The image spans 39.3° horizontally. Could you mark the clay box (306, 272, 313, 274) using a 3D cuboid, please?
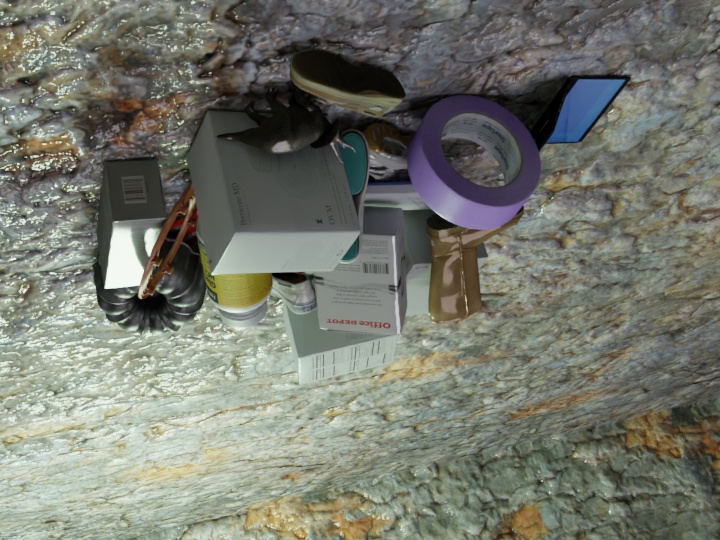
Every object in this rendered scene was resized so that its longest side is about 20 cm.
[{"bbox_3d":[-0.052,-0.043,1.805,0.113,0.048,0.200,0,153,-31],"label":"clay box"}]

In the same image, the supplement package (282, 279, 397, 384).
[{"bbox_3d":[-0.043,0.108,1.982,0.196,0.154,0.151,-12,155,-8],"label":"supplement package"}]

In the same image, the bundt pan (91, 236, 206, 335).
[{"bbox_3d":[-0.352,0.034,1.683,0.197,0.077,0.204,-3,136,-3],"label":"bundt pan"}]

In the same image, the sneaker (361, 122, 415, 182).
[{"bbox_3d":[0.059,-0.174,1.606,0.198,0.077,0.087,20,144,-38],"label":"sneaker"}]

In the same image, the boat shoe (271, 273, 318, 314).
[{"bbox_3d":[-0.135,0.004,1.747,0.070,0.200,0.071,-22,122,-19],"label":"boat shoe"}]

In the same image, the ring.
[{"bbox_3d":[-0.282,-0.046,1.525,0.019,0.203,0.201,25,147,-2],"label":"ring"}]

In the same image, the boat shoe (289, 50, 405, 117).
[{"bbox_3d":[-0.024,-0.250,1.392,0.198,0.074,0.063,-1,147,-45],"label":"boat shoe"}]

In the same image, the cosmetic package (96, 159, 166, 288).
[{"bbox_3d":[-0.348,-0.067,1.518,0.088,0.109,0.201,-6,154,-19],"label":"cosmetic package"}]

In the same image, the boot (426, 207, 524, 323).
[{"bbox_3d":[0.189,-0.017,1.679,0.171,0.067,0.203,-11,129,-4],"label":"boot"}]

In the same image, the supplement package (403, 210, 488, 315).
[{"bbox_3d":[0.106,-0.031,1.814,0.149,0.153,0.201,-5,152,-23],"label":"supplement package"}]

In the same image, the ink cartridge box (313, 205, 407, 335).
[{"bbox_3d":[0.000,0.000,1.667,0.143,0.085,0.203,4,126,11],"label":"ink cartridge box"}]

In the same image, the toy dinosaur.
[{"bbox_3d":[-0.100,-0.201,1.391,0.197,0.104,0.077,-14,156,-33],"label":"toy dinosaur"}]

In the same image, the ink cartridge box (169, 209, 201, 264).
[{"bbox_3d":[-0.273,-0.032,1.709,0.197,0.044,0.173,-25,155,17],"label":"ink cartridge box"}]

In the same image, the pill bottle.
[{"bbox_3d":[-0.201,-0.007,1.634,0.110,0.113,0.203,-12,133,-10],"label":"pill bottle"}]

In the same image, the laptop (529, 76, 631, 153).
[{"bbox_3d":[0.334,-0.217,1.636,0.102,0.202,0.178,27,145,-2],"label":"laptop"}]

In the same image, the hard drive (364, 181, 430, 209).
[{"bbox_3d":[0.053,-0.121,1.636,0.196,0.026,0.132,0,173,17],"label":"hard drive"}]

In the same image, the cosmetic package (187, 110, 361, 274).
[{"bbox_3d":[-0.128,-0.112,1.451,0.196,0.203,0.123,-3,153,-27],"label":"cosmetic package"}]

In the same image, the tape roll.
[{"bbox_3d":[0.172,-0.165,1.527,0.196,0.203,0.066,-5,152,-23],"label":"tape roll"}]

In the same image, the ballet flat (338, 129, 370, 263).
[{"bbox_3d":[-0.019,-0.114,1.541,0.068,0.205,0.070,2,-169,0],"label":"ballet flat"}]
